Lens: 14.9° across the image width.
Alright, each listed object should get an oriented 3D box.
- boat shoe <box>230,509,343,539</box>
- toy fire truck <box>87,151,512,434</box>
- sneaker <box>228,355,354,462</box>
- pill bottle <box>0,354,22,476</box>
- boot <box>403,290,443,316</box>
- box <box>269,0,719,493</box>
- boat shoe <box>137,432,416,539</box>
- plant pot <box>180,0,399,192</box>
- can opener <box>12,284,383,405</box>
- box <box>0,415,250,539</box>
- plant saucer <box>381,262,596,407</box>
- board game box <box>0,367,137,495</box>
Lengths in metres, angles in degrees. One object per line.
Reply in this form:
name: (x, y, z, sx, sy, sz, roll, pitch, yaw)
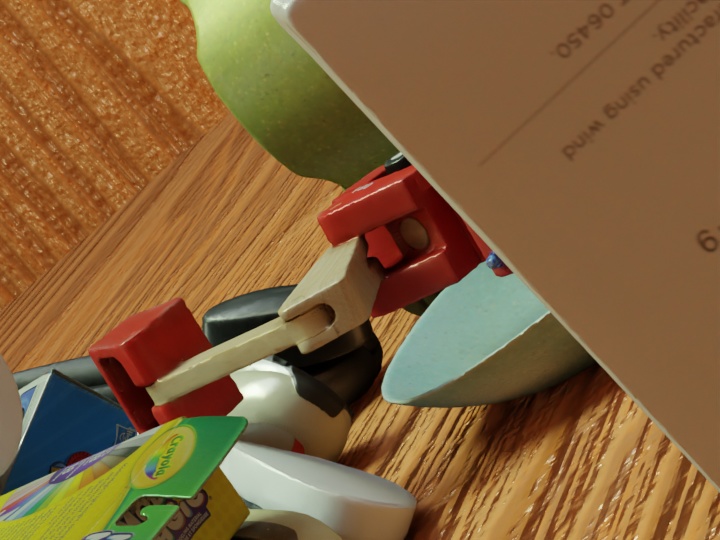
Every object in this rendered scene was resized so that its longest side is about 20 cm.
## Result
boat shoe: (-0.066, 0.129, 0.985, 0.068, 0.075, 0.200, -40, 7, -26)
toy fire truck: (0.000, 0.000, 1.019, 0.141, 0.049, 0.200, -37, 10, -35)
sneaker: (-0.075, 0.109, 1.209, 0.199, 0.070, 0.094, -30, 32, 48)
pill bottle: (-0.219, 0.097, 1.132, 0.200, 0.113, 0.113, -42, 6, 45)
boot: (0.091, -0.059, 1.247, 0.174, 0.066, 0.200, -28, 12, 12)
box: (0.114, -0.074, 0.733, 0.199, 0.200, 0.171, -42, 6, 9)
boat shoe: (-0.043, 0.101, 1.062, 0.200, 0.071, 0.068, 7, 83, 62)
plant pot: (0.030, -0.134, 1.142, 0.184, 0.201, 0.201, -36, 11, 28)
can opener: (-0.086, 0.051, 1.289, 0.198, 0.079, 0.063, -11, 17, 13)
box: (-0.123, 0.116, 0.934, 0.199, 0.049, 0.117, -26, 15, 39)
plant saucer: (0.093, -0.007, 1.044, 0.201, 0.039, 0.201, -42, 9, 8)
board game box: (-0.182, 0.162, 1.210, 0.196, 0.056, 0.201, -28, 37, 61)
